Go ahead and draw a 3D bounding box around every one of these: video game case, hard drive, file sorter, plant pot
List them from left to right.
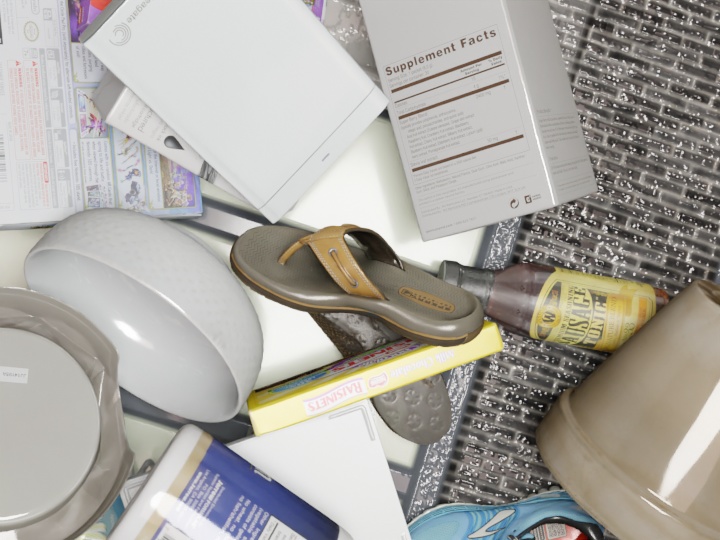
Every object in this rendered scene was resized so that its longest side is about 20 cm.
[{"bbox_3d":[-0.225,-0.138,0.851,0.179,0.045,0.203,-5,90,-28],"label":"video game case"},{"bbox_3d":[-0.085,-0.145,0.773,0.132,0.027,0.200,-45,123,2],"label":"hard drive"},{"bbox_3d":[-0.072,0.193,0.859,0.197,0.125,0.141,-18,93,-4],"label":"file sorter"},{"bbox_3d":[0.264,0.112,0.825,0.198,0.200,0.175,28,109,-4],"label":"plant pot"}]

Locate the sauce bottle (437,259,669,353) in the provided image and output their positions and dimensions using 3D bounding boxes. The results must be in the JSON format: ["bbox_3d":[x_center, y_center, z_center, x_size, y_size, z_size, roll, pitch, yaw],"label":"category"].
[{"bbox_3d":[0.162,0.030,0.908,0.197,0.066,0.067,8,90,-4],"label":"sauce bottle"}]

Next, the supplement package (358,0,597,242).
[{"bbox_3d":[0.096,-0.140,0.854,0.118,0.121,0.203,-14,91,29],"label":"supplement package"}]

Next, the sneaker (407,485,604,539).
[{"bbox_3d":[0.112,0.233,0.891,0.197,0.090,0.080,-17,91,-3],"label":"sneaker"}]

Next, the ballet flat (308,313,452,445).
[{"bbox_3d":[0.008,0.064,0.909,0.067,0.046,0.201,-41,98,-7],"label":"ballet flat"}]

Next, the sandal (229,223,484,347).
[{"bbox_3d":[0.000,0.000,0.794,0.197,0.082,0.055,20,129,12],"label":"sandal"}]

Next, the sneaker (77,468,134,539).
[{"bbox_3d":[-0.221,0.209,0.844,0.078,0.131,0.203,-12,91,-3],"label":"sneaker"}]

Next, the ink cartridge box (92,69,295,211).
[{"bbox_3d":[-0.093,-0.125,0.836,0.199,0.068,0.117,29,99,-32],"label":"ink cartridge box"}]

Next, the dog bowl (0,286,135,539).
[{"bbox_3d":[-0.264,0.116,0.778,0.197,0.059,0.203,10,65,-21],"label":"dog bowl"}]

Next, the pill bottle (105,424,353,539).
[{"bbox_3d":[-0.071,0.207,0.742,0.199,0.111,0.112,36,88,-5],"label":"pill bottle"}]

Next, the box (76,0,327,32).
[{"bbox_3d":[-0.120,-0.241,0.859,0.197,0.039,0.139,9,89,-28],"label":"box"}]

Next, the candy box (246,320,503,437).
[{"bbox_3d":[0.007,0.080,0.834,0.197,0.102,0.027,-19,96,-8],"label":"candy box"}]

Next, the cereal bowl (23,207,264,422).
[{"bbox_3d":[-0.155,0.024,0.824,0.199,0.200,0.084,37,58,-4],"label":"cereal bowl"}]
